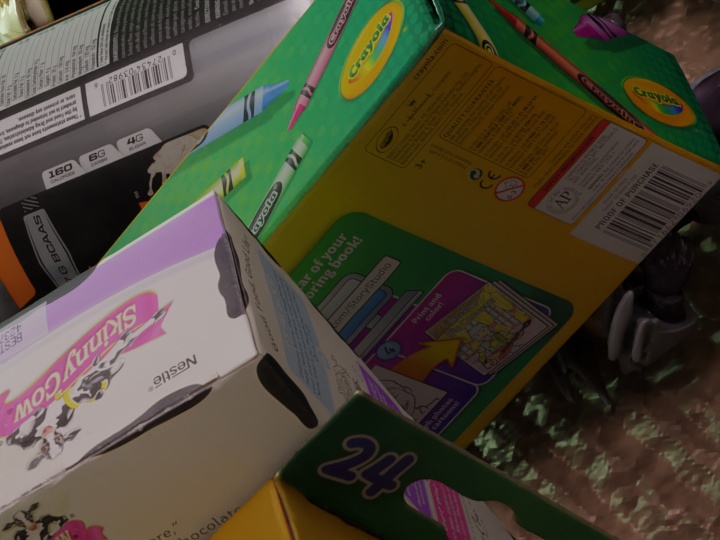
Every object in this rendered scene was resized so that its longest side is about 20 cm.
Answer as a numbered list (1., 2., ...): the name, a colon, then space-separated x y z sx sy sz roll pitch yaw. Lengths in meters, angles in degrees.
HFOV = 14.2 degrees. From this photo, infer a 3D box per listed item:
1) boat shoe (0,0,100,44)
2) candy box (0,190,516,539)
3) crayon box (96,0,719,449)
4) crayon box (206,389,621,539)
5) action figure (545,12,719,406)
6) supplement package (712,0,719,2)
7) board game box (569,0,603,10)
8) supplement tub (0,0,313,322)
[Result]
1. boat shoe: -0.106 -0.105 1.151 0.074 0.069 0.200 -51 41 -12
2. candy box: -0.052 0.098 0.819 0.167 0.200 0.072 -30 41 11
3. crayon box: 0.000 0.000 0.881 0.200 0.118 0.058 -48 40 25
4. crayon box: -0.018 0.136 0.777 0.200 0.125 0.052 -45 36 20
5. action figure: 0.107 -0.036 0.922 0.199 0.069 0.131 -29 54 21
6. supplement package: 0.153 -0.206 0.946 0.199 0.111 0.157 -24 56 43
7. board game box: 0.023 -0.187 1.023 0.048 0.200 0.102 -26 34 57
8. supplement tub: -0.066 -0.039 1.018 0.199 0.123 0.123 -21 43 23
